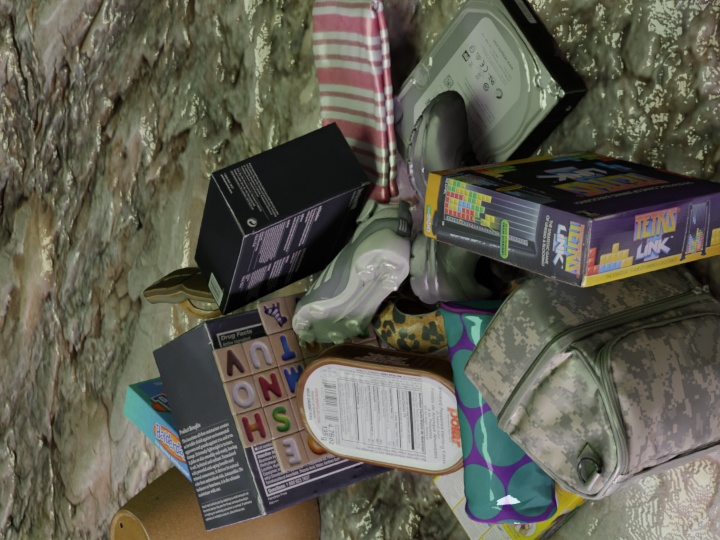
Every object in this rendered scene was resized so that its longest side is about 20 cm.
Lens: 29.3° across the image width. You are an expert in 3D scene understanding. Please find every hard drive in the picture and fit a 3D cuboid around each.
[{"bbox_3d":[0.106,-0.152,1.267,0.140,0.038,0.200,60,137,19],"label":"hard drive"}]

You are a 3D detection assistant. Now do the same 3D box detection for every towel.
[{"bbox_3d":[-0.009,-0.171,1.364,0.146,0.030,0.201,-160,63,-63],"label":"towel"}]

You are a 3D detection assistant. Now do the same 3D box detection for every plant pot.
[{"bbox_3d":[-0.182,0.293,1.587,0.186,0.199,0.188,17,113,46],"label":"plant pot"}]

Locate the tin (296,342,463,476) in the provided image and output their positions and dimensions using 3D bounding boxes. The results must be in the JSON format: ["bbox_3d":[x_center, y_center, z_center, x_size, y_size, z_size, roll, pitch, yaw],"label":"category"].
[{"bbox_3d":[0.028,0.134,1.311,0.199,0.042,0.113,6,114,28],"label":"tin"}]

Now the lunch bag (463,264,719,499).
[{"bbox_3d":[0.211,0.087,1.090,0.168,0.199,0.140,57,138,26],"label":"lunch bag"}]

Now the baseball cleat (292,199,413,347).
[{"bbox_3d":[0.000,0.000,1.337,0.200,0.069,0.107,-39,30,49],"label":"baseball cleat"}]

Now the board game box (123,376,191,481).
[{"bbox_3d":[-0.151,0.181,1.558,0.200,0.152,0.045,36,125,37],"label":"board game box"}]

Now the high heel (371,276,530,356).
[{"bbox_3d":[0.085,0.026,1.323,0.200,0.071,0.143,42,119,34],"label":"high heel"}]

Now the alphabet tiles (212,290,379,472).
[{"bbox_3d":[-0.053,0.106,1.389,0.008,0.199,0.168,-26,81,49],"label":"alphabet tiles"}]

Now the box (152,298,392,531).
[{"bbox_3d":[-0.083,0.142,1.435,0.123,0.199,0.200,-25,80,49],"label":"box"}]

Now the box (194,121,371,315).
[{"bbox_3d":[-0.083,-0.048,1.381,0.079,0.141,0.200,62,159,16],"label":"box"}]

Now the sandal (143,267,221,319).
[{"bbox_3d":[-0.185,0.030,1.621,0.199,0.080,0.054,-5,112,51],"label":"sandal"}]

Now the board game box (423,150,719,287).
[{"bbox_3d":[0.177,-0.047,1.089,0.165,0.199,0.057,18,112,44],"label":"board game box"}]

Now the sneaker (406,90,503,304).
[{"bbox_3d":[0.094,-0.063,1.235,0.090,0.076,0.201,10,116,31],"label":"sneaker"}]

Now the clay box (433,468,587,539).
[{"bbox_3d":[0.158,0.185,1.287,0.115,0.047,0.200,56,134,22],"label":"clay box"}]

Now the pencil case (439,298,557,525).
[{"bbox_3d":[0.122,0.121,1.210,0.092,0.085,0.201,-123,26,-81],"label":"pencil case"}]
